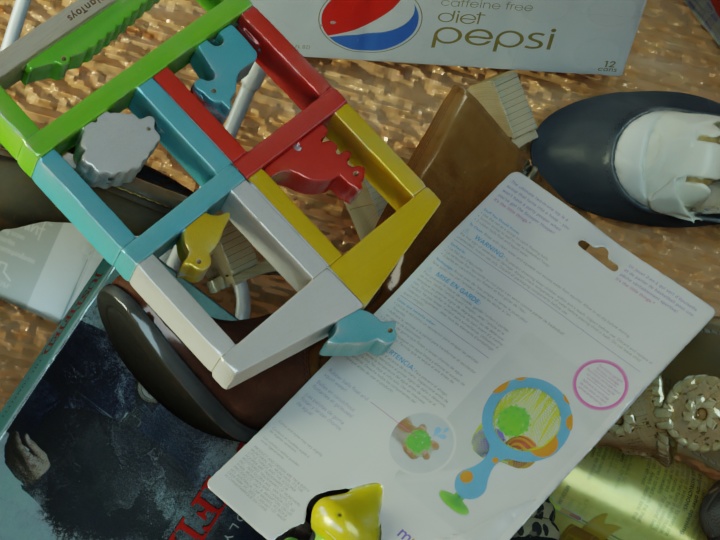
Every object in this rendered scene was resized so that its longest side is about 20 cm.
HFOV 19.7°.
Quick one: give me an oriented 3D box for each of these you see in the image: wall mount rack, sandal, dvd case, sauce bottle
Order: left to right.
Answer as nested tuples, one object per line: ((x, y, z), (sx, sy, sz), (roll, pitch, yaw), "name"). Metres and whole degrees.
((-0.133, -0.042, 0.982), (0.199, 0.075, 0.174), (23, 78, -3), "wall mount rack")
((-0.072, 0.099, 0.952), (0.200, 0.022, 0.146), (40, 76, -25), "dvd case")
((0.119, 0.058, 0.930), (0.069, 0.212, 0.078), (-20, 110, -22), "sandal")
((0.154, 0.127, 0.992), (0.199, 0.065, 0.065), (27, 78, 0), "sauce bottle")

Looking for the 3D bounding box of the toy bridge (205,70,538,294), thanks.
((0.007, -0.030, 0.991), (0.200, 0.027, 0.067), (-27, 99, -31), "toy bridge")

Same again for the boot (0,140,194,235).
((-0.175, -0.019, 0.915), (0.199, 0.075, 0.097), (14, 95, 2), "boot")

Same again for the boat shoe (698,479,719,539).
((0.245, 0.097, 0.975), (0.199, 0.074, 0.074), (-21, 79, -33), "boat shoe")

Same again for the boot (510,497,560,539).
((0.016, 0.178, 0.887), (0.203, 0.074, 0.154), (-11, 69, -16), "boot")

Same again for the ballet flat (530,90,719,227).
((0.186, -0.051, 1.026), (0.199, 0.073, 0.073), (10, 79, -5), "ballet flat")

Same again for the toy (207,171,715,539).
((0.045, 0.062, 0.889), (0.115, 0.047, 0.200), (37, 68, 24), "toy")

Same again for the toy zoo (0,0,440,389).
((-0.056, -0.040, 0.883), (0.200, 0.020, 0.131), (46, 59, 6), "toy zoo")

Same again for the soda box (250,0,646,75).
((0.037, -0.146, 1.018), (0.199, 0.068, 0.064), (2, 56, -7), "soda box")

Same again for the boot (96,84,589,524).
((0.000, 0.000, 0.930), (0.188, 0.068, 0.200), (40, 76, -22), "boot")

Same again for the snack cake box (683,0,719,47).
((0.192, -0.175, 1.026), (0.067, 0.115, 0.200), (-37, 86, -11), "snack cake box")
